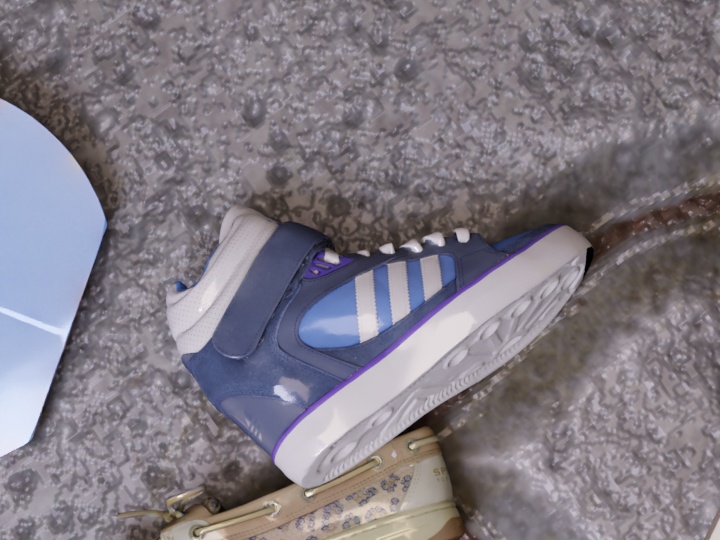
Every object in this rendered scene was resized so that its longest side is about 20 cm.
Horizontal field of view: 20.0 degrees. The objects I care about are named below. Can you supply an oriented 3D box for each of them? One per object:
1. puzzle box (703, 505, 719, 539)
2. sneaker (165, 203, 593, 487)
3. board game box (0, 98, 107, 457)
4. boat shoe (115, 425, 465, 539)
[{"bbox_3d":[0.260,0.179,1.012,0.199,0.025,0.134,27,90,6],"label":"puzzle box"},{"bbox_3d":[0.000,0.000,1.018,0.200,0.081,0.147,-35,68,-15],"label":"sneaker"},{"bbox_3d":[-0.221,0.004,1.058,0.157,0.039,0.201,20,93,1],"label":"board game box"},{"bbox_3d":[-0.050,0.130,1.023,0.199,0.073,0.063,-12,80,-7],"label":"boat shoe"}]
